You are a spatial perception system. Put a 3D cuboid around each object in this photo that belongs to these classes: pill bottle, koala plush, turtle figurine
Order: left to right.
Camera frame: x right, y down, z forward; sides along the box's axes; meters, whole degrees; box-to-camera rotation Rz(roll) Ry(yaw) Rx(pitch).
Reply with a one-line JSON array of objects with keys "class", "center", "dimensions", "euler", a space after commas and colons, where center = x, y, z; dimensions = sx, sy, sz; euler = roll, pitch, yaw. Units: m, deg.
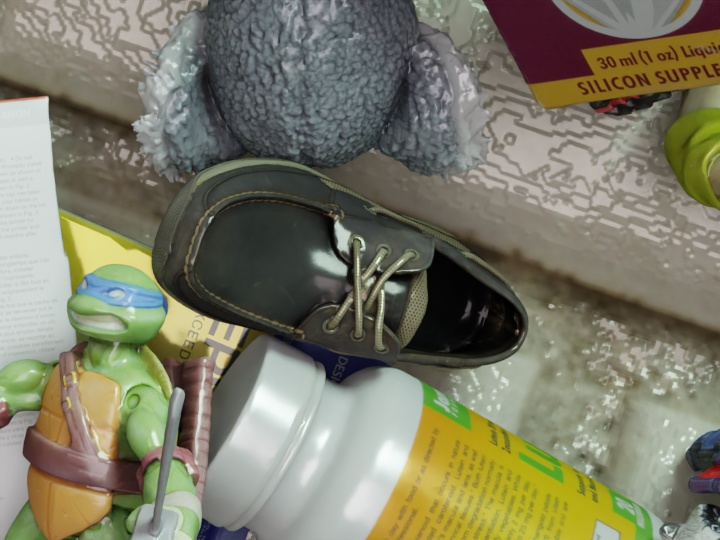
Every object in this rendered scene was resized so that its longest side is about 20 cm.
[{"class": "turtle figurine", "center": [-0.133, 0.099, 0.970], "dimensions": [0.144, 0.200, 0.194], "euler": [6, 103, 1]}, {"class": "koala plush", "center": [-0.024, -0.133, 1.066], "dimensions": [0.177, 0.184, 0.200], "euler": [2, 104, -2]}, {"class": "pill bottle", "center": [0.024, 0.110, 1.081], "dimensions": [0.200, 0.111, 0.111], "euler": [30, 91, -12]}]

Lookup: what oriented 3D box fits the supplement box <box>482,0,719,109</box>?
[{"class": "supplement box", "center": [0.102, -0.171, 0.968], "dimensions": [0.131, 0.103, 0.200], "euler": [-6, 135, 31]}]

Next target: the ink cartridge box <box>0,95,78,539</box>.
[{"class": "ink cartridge box", "center": [-0.176, 0.030, 1.061], "dimensions": [0.109, 0.050, 0.200], "euler": [-6, 96, -12]}]

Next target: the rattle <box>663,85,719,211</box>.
[{"class": "rattle", "center": [0.241, -0.071, 1.121], "dimensions": [0.143, 0.130, 0.200], "euler": [48, 63, -14]}]

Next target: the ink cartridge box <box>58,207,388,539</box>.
[{"class": "ink cartridge box", "center": [-0.112, 0.088, 1.123], "dimensions": [0.200, 0.047, 0.198], "euler": [22, 91, -1]}]

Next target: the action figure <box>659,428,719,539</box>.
[{"class": "action figure", "center": [0.225, 0.100, 1.060], "dimensions": [0.193, 0.200, 0.105], "euler": [-16, 90, -7]}]

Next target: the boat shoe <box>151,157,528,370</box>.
[{"class": "boat shoe", "center": [0.000, 0.000, 1.057], "dimensions": [0.200, 0.073, 0.075], "euler": [9, 97, -47]}]

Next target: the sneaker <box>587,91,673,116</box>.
[{"class": "sneaker", "center": [0.154, -0.165, 1.099], "dimensions": [0.200, 0.079, 0.096], "euler": [-41, 69, 6]}]
